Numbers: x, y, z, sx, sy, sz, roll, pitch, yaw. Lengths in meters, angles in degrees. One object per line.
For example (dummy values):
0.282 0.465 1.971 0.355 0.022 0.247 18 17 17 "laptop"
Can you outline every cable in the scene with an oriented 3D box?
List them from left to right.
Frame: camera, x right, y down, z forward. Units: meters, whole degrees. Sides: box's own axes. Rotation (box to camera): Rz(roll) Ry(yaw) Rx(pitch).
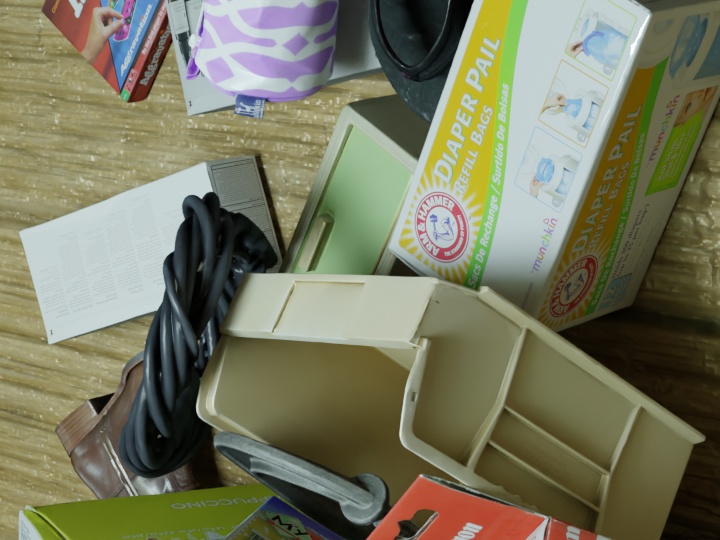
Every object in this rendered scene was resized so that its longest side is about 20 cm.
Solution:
-0.102 0.039 1.237 0.051 0.200 0.164 23 83 6 "cable"

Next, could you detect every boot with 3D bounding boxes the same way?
-0.099 0.149 1.425 0.186 0.064 0.200 -40 75 39 "boot"

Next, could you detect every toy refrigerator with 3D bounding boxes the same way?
0.000 0.000 1.292 0.076 0.070 0.201 40 124 28 "toy refrigerator"

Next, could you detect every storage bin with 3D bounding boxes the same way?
0.042 0.082 1.153 0.200 0.198 0.094 1 63 56 "storage bin"

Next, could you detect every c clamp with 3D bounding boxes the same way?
0.015 0.139 1.174 0.170 0.200 0.027 18 75 42 "c clamp"

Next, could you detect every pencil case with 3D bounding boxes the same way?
-0.050 -0.191 1.181 0.085 0.084 0.201 11 117 9 "pencil case"

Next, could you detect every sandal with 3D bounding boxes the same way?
0.033 -0.153 1.133 0.075 0.048 0.201 29 141 20 "sandal"

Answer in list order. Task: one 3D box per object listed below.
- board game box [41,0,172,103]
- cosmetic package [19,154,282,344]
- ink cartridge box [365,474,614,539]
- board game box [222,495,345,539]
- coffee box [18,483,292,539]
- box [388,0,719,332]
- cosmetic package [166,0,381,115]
-0.142 -0.220 1.406 0.103 0.019 0.200 47 127 26 "board game box"
-0.140 -0.012 1.429 0.200 0.051 0.083 -16 87 43 "cosmetic package"
0.101 0.174 1.079 0.199 0.051 0.109 21 147 -8 "ink cartridge box"
0.012 0.197 1.125 0.199 0.135 0.029 31 106 8 "board game box"
-0.088 0.256 1.300 0.200 0.199 0.199 -145 55 -62 "coffee box"
0.111 -0.076 1.145 0.101 0.112 0.201 36 123 29 "box"
-0.029 -0.150 1.286 0.199 0.051 0.083 -10 94 42 "cosmetic package"
